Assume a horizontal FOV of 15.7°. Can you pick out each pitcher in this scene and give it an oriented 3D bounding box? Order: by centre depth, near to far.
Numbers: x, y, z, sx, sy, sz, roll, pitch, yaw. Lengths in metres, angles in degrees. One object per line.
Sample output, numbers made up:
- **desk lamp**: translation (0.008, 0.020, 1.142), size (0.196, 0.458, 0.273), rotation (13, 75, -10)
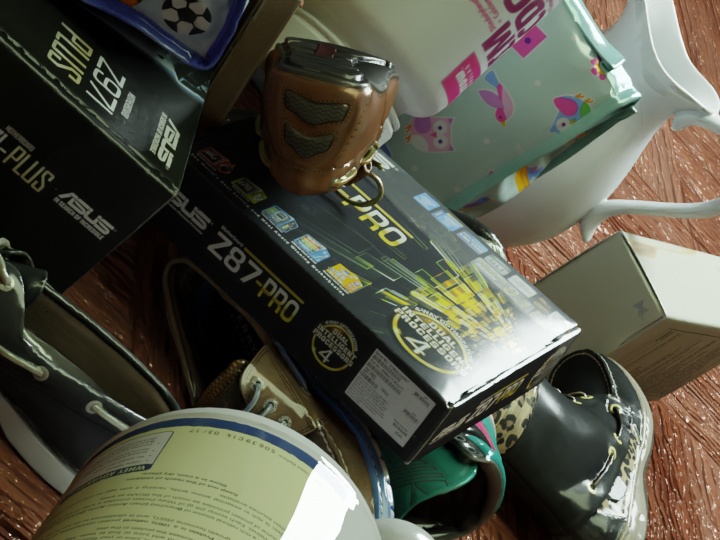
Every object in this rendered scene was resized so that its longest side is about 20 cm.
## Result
- **pitcher**: translation (0.155, -0.080, 1.774), size (0.172, 0.200, 0.121), rotation (59, 22, 9)

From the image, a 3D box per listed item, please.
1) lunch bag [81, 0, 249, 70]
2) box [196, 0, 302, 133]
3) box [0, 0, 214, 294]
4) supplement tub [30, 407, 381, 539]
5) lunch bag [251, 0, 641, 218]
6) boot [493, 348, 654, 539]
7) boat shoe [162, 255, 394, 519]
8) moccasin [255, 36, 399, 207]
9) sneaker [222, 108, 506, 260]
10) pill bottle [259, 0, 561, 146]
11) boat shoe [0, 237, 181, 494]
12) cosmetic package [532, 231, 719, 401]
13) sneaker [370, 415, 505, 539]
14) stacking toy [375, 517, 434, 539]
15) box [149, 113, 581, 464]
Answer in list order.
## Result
- **lunch bag**: translation (-0.122, -0.217, 1.251), size (0.200, 0.124, 0.170), rotation (28, 28, -9)
- **box**: translation (-0.050, -0.146, 1.386), size (0.021, 0.200, 0.164), rotation (28, 53, -8)
- **box**: translation (-0.161, -0.111, 1.274), size (0.164, 0.086, 0.200), rotation (43, 25, -17)
- **supplement tub**: translation (-0.076, 0.154, 1.030), size (0.145, 0.145, 0.200), rotation (53, 22, -10)
- **lunch bag**: translation (0.055, -0.121, 1.621), size (0.170, 0.200, 0.122), rotation (59, 21, 7)
- **boot**: translation (0.113, 0.086, 1.639), size (0.151, 0.073, 0.200), rotation (45, 30, -27)
- **boat shoe**: translation (-0.052, 0.074, 1.311), size (0.072, 0.072, 0.200), rotation (21, 31, -49)
- **moccasin**: translation (-0.017, -0.073, 1.321), size (0.074, 0.078, 0.201), rotation (13, 10, -4)
- **sneaker**: translation (-0.021, -0.008, 1.493), size (0.200, 0.116, 0.076), rotation (28, 58, 6)
- **pill bottle**: translation (0.039, -0.161, 1.503), size (0.113, 0.200, 0.113), rotation (47, -6, 7)
- **boat shoe**: translation (-0.159, 0.020, 1.154), size (0.200, 0.060, 0.074), rotation (49, 24, -19)
- **cosmetic package**: translation (0.195, 0.035, 1.838), size (0.200, 0.105, 0.071), rotation (13, 48, -63)
- **sneaker**: translation (0.011, 0.082, 1.415), size (0.200, 0.084, 0.121), rotation (41, 20, -32)
- **stacking toy**: translation (0.058, 0.192, 1.268), size (0.200, 0.146, 0.146), rotation (43, 25, -27)
- **box**: translation (0.000, 0.000, 1.355), size (0.200, 0.049, 0.161), rotation (43, 27, 14)
